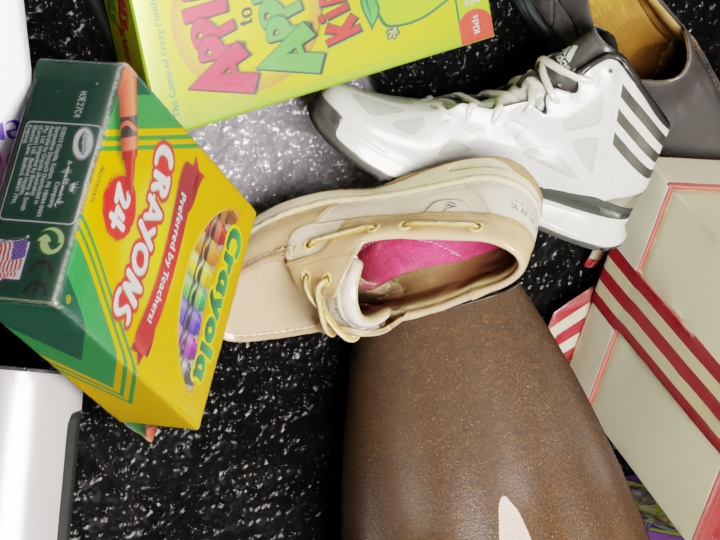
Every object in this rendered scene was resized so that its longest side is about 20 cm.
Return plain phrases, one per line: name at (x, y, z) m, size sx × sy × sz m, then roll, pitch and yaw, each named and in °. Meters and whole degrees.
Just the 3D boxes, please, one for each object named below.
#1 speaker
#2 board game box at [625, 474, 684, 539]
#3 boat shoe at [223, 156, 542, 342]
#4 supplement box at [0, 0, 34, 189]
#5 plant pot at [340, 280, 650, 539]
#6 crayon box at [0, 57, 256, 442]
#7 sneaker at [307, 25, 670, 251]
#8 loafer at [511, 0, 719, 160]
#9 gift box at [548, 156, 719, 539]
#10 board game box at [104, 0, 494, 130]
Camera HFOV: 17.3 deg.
speaker at (-0.190, 0.149, 1.202) m, size 0.081 × 0.081 × 0.201 m, roll 7°, pitch 86°, yaw -28°
board game box at (0.222, 0.164, 1.376) m, size 0.120 × 0.200 × 0.032 m, roll -3°, pitch 108°, yaw -25°
boat shoe at (0.000, 0.000, 1.244) m, size 0.200 × 0.069 × 0.074 m, roll -20°, pitch 127°, yaw 20°
supplement box at (-0.219, -0.085, 1.144) m, size 0.101 × 0.103 × 0.201 m, roll -13°, pitch 112°, yaw -23°
plant pot at (0.064, 0.112, 1.313) m, size 0.186 × 0.187 × 0.201 m, roll -14°, pitch 96°, yaw -22°
crayon box at (-0.111, -0.004, 1.173) m, size 0.200 × 0.051 × 0.127 m, roll 50°, pitch 49°, yaw -59°
sneaker at (0.077, -0.093, 1.282) m, size 0.200 × 0.076 × 0.116 m, roll 17°, pitch 112°, yaw -21°
loafer at (0.160, -0.114, 1.338) m, size 0.200 × 0.072 × 0.073 m, roll 42°, pitch 83°, yaw -30°
gift box at (0.223, 0.050, 1.359) m, size 0.184 × 0.187 × 0.200 m, roll 6°, pitch 121°, yaw -29°
board game box at (-0.033, -0.148, 1.247) m, size 0.200 × 0.048 × 0.102 m, roll -19°, pitch 112°, yaw -21°
